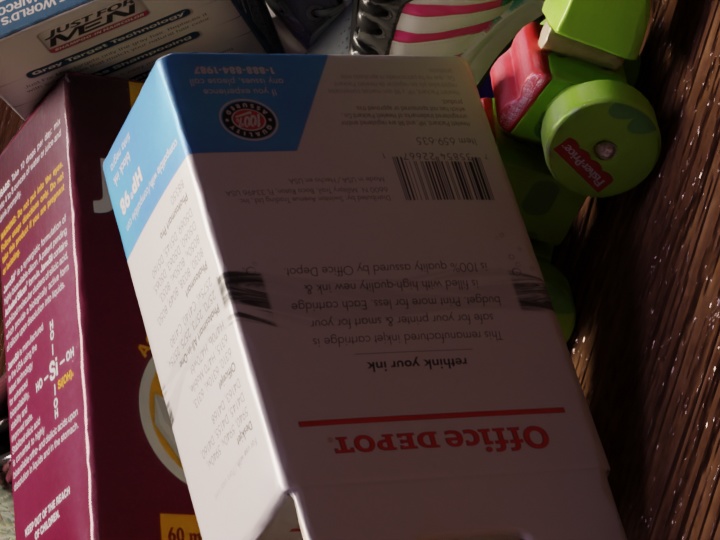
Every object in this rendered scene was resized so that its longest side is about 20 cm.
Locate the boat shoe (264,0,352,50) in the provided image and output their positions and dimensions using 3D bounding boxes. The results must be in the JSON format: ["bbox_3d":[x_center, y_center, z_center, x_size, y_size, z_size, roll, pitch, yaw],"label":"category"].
[{"bbox_3d":[-0.022,-0.146,1.161,0.074,0.202,0.065,-27,21,11],"label":"boat shoe"}]

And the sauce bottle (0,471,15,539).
[{"bbox_3d":[-0.140,0.080,1.344,0.065,0.065,0.200,-68,-9,28],"label":"sauce bottle"}]

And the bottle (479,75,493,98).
[{"bbox_3d":[0.000,0.000,1.158,0.084,0.065,0.200,-100,27,-50],"label":"bottle"}]

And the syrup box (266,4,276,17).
[{"bbox_3d":[-0.034,-0.187,1.315,0.200,0.081,0.079,-79,-30,-63],"label":"syrup box"}]

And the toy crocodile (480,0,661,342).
[{"bbox_3d":[0.054,-0.030,0.984,0.068,0.062,0.200,-95,23,-53],"label":"toy crocodile"}]

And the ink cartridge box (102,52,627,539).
[{"bbox_3d":[0.000,0.031,0.907,0.067,0.115,0.201,-53,46,49],"label":"ink cartridge box"}]

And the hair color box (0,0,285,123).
[{"bbox_3d":[-0.094,-0.098,1.135,0.200,0.100,0.061,53,-164,-74],"label":"hair color box"}]

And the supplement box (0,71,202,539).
[{"bbox_3d":[-0.071,0.035,1.092,0.086,0.110,0.201,137,132,-55],"label":"supplement box"}]

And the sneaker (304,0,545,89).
[{"bbox_3d":[0.010,-0.114,1.003,0.200,0.121,0.084,-38,43,38],"label":"sneaker"}]

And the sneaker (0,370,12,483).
[{"bbox_3d":[-0.106,0.069,1.267,0.200,0.115,0.076,70,177,-59],"label":"sneaker"}]

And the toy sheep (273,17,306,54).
[{"bbox_3d":[-0.066,-0.069,1.359,0.200,0.137,0.138,-14,-61,-82],"label":"toy sheep"}]
